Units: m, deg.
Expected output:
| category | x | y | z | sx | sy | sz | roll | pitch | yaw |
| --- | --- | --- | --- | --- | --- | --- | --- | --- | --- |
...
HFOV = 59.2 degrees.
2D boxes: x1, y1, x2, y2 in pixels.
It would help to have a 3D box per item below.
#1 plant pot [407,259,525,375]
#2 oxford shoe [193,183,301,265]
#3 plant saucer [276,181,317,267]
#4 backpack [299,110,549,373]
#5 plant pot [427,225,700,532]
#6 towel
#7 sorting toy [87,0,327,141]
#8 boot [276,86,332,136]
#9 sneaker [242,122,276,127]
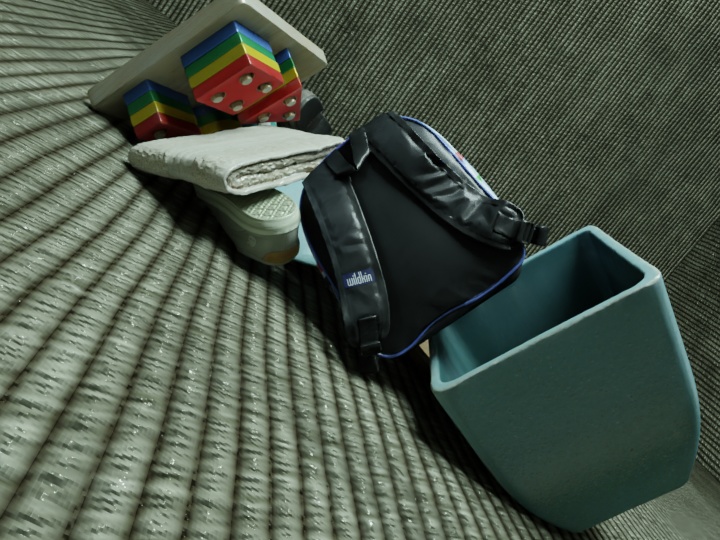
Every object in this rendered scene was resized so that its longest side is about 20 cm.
| category | x | y | z | sx | sy | sz | roll | pitch | yaw |
| --- | --- | --- | --- | --- | --- | --- | --- | --- | --- |
| plant pot | 0.102 | 0.035 | 0.747 | 0.199 | 0.203 | 0.092 | 36 | -28 | -15 |
| oxford shoe | -0.114 | -0.060 | 0.621 | 0.074 | 0.059 | 0.200 | -20 | 34 | -24 |
| plant saucer | -0.052 | -0.071 | 0.731 | 0.196 | 0.039 | 0.204 | 11 | 49 | -13 |
| backpack | 0.041 | -0.037 | 0.593 | 0.193 | 0.198 | 0.154 | 57 | 0 | 9 |
| plant pot | 0.192 | 0.110 | 0.583 | 0.203 | 0.194 | 0.196 | 59 | 11 | -10 |
| towel | -0.108 | -0.110 | 0.614 | 0.130 | 0.035 | 0.199 | 15 | 23 | 30 |
| sorting toy | -0.148 | -0.188 | 0.693 | 0.071 | 0.197 | 0.198 | 67 | 19 | 8 |
| boot | -0.127 | -0.253 | 0.929 | 0.174 | 0.069 | 0.201 | 42 | -14 | 13 |
| sneaker | -0.156 | -0.205 | 0.882 | 0.076 | 0.082 | 0.199 | 1 | 12 | -28 |
